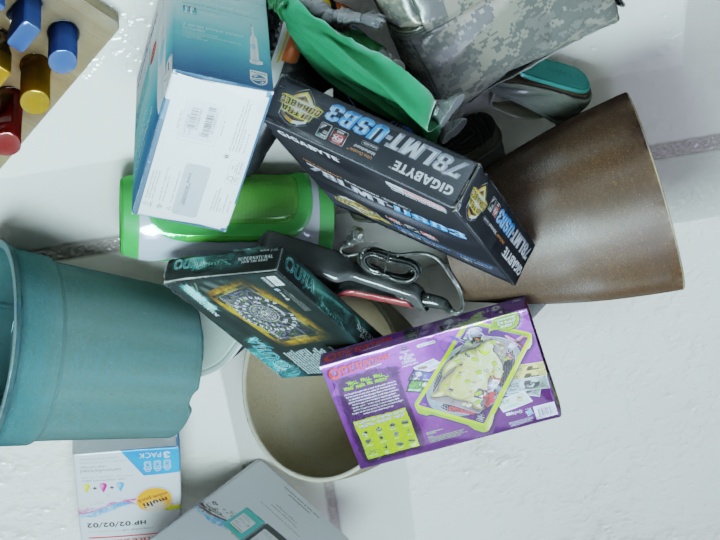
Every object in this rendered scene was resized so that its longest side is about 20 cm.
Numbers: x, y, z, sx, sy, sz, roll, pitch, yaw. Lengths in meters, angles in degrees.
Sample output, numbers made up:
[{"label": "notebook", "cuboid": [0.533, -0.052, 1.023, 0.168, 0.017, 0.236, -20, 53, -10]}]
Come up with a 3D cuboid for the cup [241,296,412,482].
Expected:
[{"label": "cup", "cuboid": [-0.002, 0.116, 1.577, 0.200, 0.201, 0.143, -40, 154, 23]}]

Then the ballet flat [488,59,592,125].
[{"label": "ballet flat", "cuboid": [0.121, -0.178, 1.406, 0.199, 0.068, 0.064, 18, 132, -25]}]

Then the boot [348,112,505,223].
[{"label": "boot", "cuboid": [0.101, -0.045, 1.523, 0.181, 0.073, 0.200, -24, 137, 9]}]

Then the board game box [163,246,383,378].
[{"label": "board game box", "cuboid": [-0.073, 0.043, 1.431, 0.134, 0.028, 0.200, -5, 148, 34]}]

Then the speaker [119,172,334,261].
[{"label": "speaker", "cuboid": [-0.128, -0.051, 1.454, 0.198, 0.089, 0.089, 0, 131, -11]}]

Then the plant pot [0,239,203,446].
[{"label": "plant pot", "cuboid": [-0.268, 0.081, 1.485, 0.195, 0.201, 0.201, 7, 130, -28]}]

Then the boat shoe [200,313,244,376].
[{"label": "boat shoe", "cuboid": [-0.124, 0.046, 1.551, 0.199, 0.076, 0.060, -33, 175, 38]}]

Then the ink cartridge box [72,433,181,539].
[{"label": "ink cartridge box", "cuboid": [-0.255, 0.244, 1.699, 0.114, 0.068, 0.201, -3, 132, -8]}]

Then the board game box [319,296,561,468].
[{"label": "board game box", "cuboid": [0.074, 0.105, 1.417, 0.198, 0.032, 0.121, -15, 119, 11]}]

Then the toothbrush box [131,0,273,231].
[{"label": "toothbrush box", "cuboid": [-0.134, -0.156, 1.283, 0.085, 0.201, 0.147, 11, 129, -15]}]

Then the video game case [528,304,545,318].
[{"label": "video game case", "cuboid": [0.131, 0.067, 1.527, 0.143, 0.200, 0.018, -42, 87, 20]}]

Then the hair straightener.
[{"label": "hair straightener", "cuboid": [0.000, 0.000, 1.391, 0.198, 0.041, 0.077, 17, 139, 8]}]

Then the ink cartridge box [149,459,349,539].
[{"label": "ink cartridge box", "cuboid": [-0.143, 0.341, 1.691, 0.146, 0.200, 0.147, 39, 126, 15]}]

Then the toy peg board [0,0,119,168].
[{"label": "toy peg board", "cuboid": [-0.339, -0.173, 1.297, 0.199, 0.098, 0.199, 30, 120, -32]}]

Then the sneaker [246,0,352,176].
[{"label": "sneaker", "cuboid": [-0.063, -0.161, 1.382, 0.089, 0.070, 0.201, 0, 135, -24]}]

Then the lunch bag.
[{"label": "lunch bag", "cuboid": [0.106, -0.235, 1.276, 0.199, 0.140, 0.168, -29, 116, 1]}]

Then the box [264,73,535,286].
[{"label": "box", "cuboid": [0.034, -0.072, 1.290, 0.050, 0.199, 0.198, -61, 156, -6]}]

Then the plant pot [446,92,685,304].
[{"label": "plant pot", "cuboid": [0.176, -0.044, 1.416, 0.198, 0.188, 0.188, -17, 132, 7]}]

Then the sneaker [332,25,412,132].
[{"label": "sneaker", "cuboid": [0.003, -0.145, 1.376, 0.078, 0.071, 0.200, -29, 152, 10]}]

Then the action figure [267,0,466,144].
[{"label": "action figure", "cuboid": [-0.001, -0.174, 1.240, 0.055, 0.200, 0.118, -46, 161, -14]}]
